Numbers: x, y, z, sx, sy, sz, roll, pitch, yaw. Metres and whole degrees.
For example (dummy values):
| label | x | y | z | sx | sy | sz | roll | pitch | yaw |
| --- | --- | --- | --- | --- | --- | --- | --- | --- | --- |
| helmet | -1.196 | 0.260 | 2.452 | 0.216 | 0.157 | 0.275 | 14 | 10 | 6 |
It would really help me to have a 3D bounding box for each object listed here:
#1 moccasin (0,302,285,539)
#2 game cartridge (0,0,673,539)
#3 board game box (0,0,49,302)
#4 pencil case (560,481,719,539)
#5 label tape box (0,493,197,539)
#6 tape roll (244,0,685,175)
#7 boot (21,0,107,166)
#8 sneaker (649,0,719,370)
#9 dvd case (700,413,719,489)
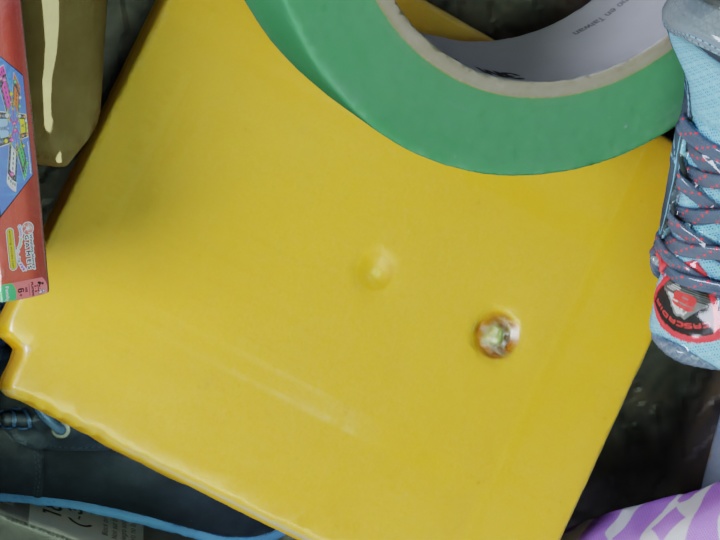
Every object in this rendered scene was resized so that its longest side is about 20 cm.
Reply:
| label | x | y | z | sx | sy | sz | roll | pitch | yaw |
| --- | --- | --- | --- | --- | --- | --- | --- | --- | --- |
| moccasin | -0.105 | 0.035 | 0.849 | 0.199 | 0.081 | 0.068 | 11 | 122 | -24 |
| game cartridge | 0.000 | 0.000 | 0.823 | 0.200 | 0.032 | 0.177 | 28 | 82 | -14 |
| board game box | -0.135 | -0.095 | 0.747 | 0.019 | 0.103 | 0.201 | -11 | 102 | -35 |
| pencil case | 0.131 | 0.108 | 0.834 | 0.200 | 0.085 | 0.084 | -20 | 82 | 39 |
| label tape box | -0.150 | 0.130 | 0.889 | 0.199 | 0.063 | 0.145 | 22 | 111 | -14 |
| tape roll | 0.054 | -0.130 | 0.760 | 0.200 | 0.048 | 0.201 | -10 | 114 | -22 |
| boot | -0.082 | -0.127 | 0.739 | 0.066 | 0.175 | 0.201 | -10 | 117 | -37 |
| sneaker | 0.131 | -0.009 | 0.783 | 0.095 | 0.079 | 0.200 | -40 | 133 | -6 |
| dvd case | 0.168 | 0.147 | 0.888 | 0.018 | 0.142 | 0.201 | -11 | 121 | -45 |
